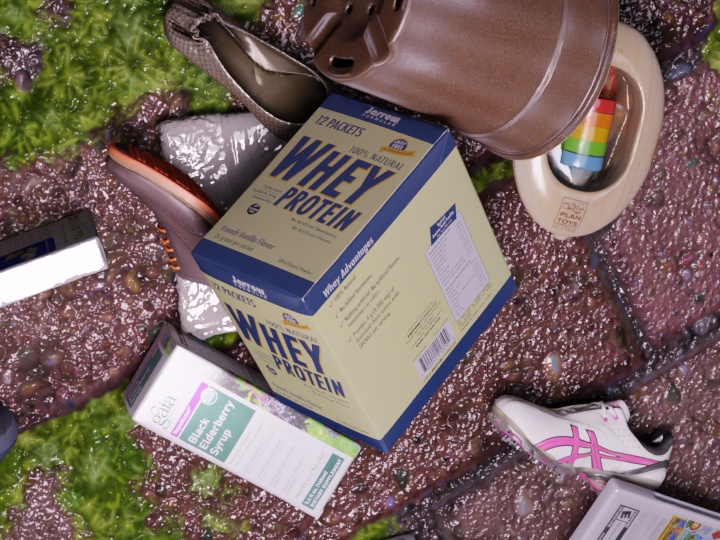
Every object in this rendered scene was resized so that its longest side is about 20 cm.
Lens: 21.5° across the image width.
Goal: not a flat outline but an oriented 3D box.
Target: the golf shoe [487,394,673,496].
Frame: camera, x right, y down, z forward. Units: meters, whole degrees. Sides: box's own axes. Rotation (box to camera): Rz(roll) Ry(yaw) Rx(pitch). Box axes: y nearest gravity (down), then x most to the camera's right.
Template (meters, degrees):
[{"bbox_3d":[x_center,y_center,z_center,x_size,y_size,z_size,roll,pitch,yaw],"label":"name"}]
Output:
[{"bbox_3d":[0.206,0.152,1.778,0.199,0.073,0.093,27,93,-27],"label":"golf shoe"}]

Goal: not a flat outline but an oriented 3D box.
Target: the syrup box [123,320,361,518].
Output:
[{"bbox_3d":[-0.107,0.133,1.693,0.199,0.081,0.079,30,96,-20],"label":"syrup box"}]

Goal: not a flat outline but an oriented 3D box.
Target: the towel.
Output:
[{"bbox_3d":[-0.105,-0.043,1.670,0.131,0.034,0.202,-9,107,-11],"label":"towel"}]

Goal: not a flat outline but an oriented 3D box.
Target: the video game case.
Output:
[{"bbox_3d":[0.265,0.301,1.819,0.180,0.023,0.201,20,115,-23],"label":"video game case"}]

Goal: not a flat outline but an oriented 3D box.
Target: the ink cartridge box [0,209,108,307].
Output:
[{"bbox_3d":[-0.314,0.005,1.603,0.198,0.095,0.037,-18,109,-7],"label":"ink cartridge box"}]

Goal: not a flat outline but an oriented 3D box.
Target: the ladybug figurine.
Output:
[{"bbox_3d":[0.198,-0.127,1.695,0.134,0.072,0.202,13,101,-15],"label":"ladybug figurine"}]

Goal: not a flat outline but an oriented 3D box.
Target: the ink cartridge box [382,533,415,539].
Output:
[{"bbox_3d":[-0.006,0.361,1.804,0.160,0.050,0.202,-13,116,-10],"label":"ink cartridge box"}]

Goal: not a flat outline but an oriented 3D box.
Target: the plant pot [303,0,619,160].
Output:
[{"bbox_3d":[0.073,-0.209,1.548,0.197,0.200,0.202,12,103,-36],"label":"plant pot"}]

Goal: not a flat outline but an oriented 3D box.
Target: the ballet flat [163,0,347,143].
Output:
[{"bbox_3d":[-0.081,-0.168,1.617,0.199,0.046,0.068,36,75,-10],"label":"ballet flat"}]

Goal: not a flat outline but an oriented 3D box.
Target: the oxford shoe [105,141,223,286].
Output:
[{"bbox_3d":[-0.147,-0.031,1.612,0.200,0.071,0.073,39,98,-19],"label":"oxford shoe"}]

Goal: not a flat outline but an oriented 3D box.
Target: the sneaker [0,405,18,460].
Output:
[{"bbox_3d":[-0.370,0.200,1.668,0.199,0.070,0.082,-36,126,2],"label":"sneaker"}]

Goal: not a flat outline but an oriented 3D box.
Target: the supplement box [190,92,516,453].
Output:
[{"bbox_3d":[0.000,0.000,1.584,0.200,0.133,0.201,-50,137,-23],"label":"supplement box"}]
